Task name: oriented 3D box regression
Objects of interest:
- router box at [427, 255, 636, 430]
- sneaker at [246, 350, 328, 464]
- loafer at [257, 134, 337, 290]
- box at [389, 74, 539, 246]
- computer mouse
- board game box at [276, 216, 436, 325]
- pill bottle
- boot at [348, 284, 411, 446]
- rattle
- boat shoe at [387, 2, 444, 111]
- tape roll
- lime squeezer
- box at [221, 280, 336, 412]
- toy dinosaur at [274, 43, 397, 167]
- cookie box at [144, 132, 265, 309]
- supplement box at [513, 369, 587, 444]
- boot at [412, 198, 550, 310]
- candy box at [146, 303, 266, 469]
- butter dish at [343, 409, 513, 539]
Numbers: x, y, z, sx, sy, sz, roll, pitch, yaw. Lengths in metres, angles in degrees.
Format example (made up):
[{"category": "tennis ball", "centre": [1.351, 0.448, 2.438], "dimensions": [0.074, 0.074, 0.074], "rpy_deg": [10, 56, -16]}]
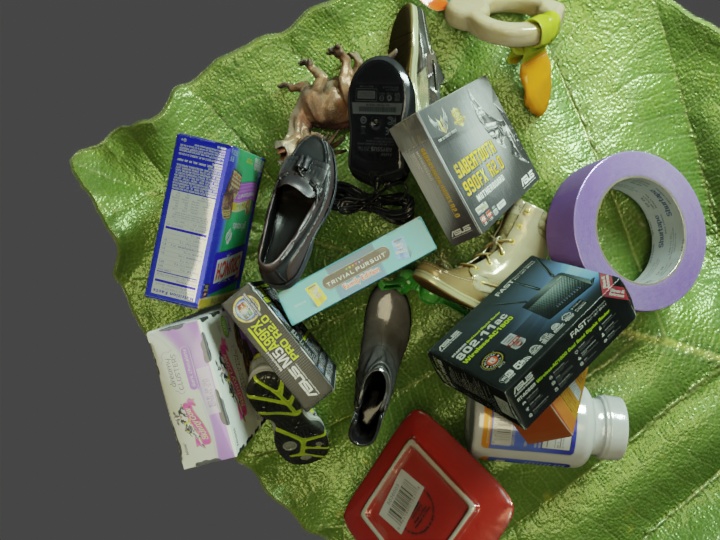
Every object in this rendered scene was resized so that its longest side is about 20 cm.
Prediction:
[{"category": "router box", "centre": [0.199, 0.075, 0.832], "dimensions": [0.200, 0.150, 0.062], "rpy_deg": [-40, 116, -16]}, {"category": "sneaker", "centre": [-0.092, 0.185, 0.953], "dimensions": [0.075, 0.077, 0.201], "rpy_deg": [-15, 127, 4]}, {"category": "loafer", "centre": [-0.077, -0.078, 0.849], "dimensions": [0.071, 0.063, 0.202], "rpy_deg": [11, 74, 14]}, {"category": "box", "centre": [0.137, -0.143, 0.880], "dimensions": [0.048, 0.200, 0.159], "rpy_deg": [-23, 100, 41]}, {"category": "computer mouse", "centre": [0.024, -0.168, 0.901], "dimensions": [0.137, 0.053, 0.202], "rpy_deg": [13, 104, 26]}, {"category": "board game box", "centre": [0.000, 0.000, 0.917], "dimensions": [0.199, 0.151, 0.047], "rpy_deg": [-28, 88, 4]}, {"category": "pill bottle", "centre": [0.243, 0.201, 0.937], "dimensions": [0.198, 0.112, 0.113], "rpy_deg": [4, 94, 2]}, {"category": "boot", "centre": [0.028, 0.121, 0.932], "dimensions": [0.069, 0.132, 0.202], "rpy_deg": [6, 94, 4]}, {"category": "rattle", "centre": [0.166, -0.310, 0.952], "dimensions": [0.198, 0.143, 0.131], "rpy_deg": [12, 61, 17]}, {"category": "boat shoe", "centre": [0.079, -0.252, 0.945], "dimensions": [0.065, 0.072, 0.203], "rpy_deg": [1, 84, -24]}, {"category": "tape roll", "centre": [0.341, -0.047, 0.906], "dimensions": [0.198, 0.066, 0.203], "rpy_deg": [2, 83, -16]}, {"category": "lime squeezer", "centre": [0.091, 0.029, 0.953], "dimensions": [0.199, 0.070, 0.038], "rpy_deg": [22, 92, -35]}, {"category": "box", "centre": [-0.096, 0.088, 0.902], "dimensions": [0.044, 0.200, 0.161], "rpy_deg": [-39, 91, -1]}, {"category": "toy dinosaur", "centre": [-0.031, -0.216, 0.942], "dimensions": [0.198, 0.086, 0.137], "rpy_deg": [-24, 92, 0]}, {"category": "cookie box", "centre": [-0.195, -0.061, 0.915], "dimensions": [0.074, 0.171, 0.202], "rpy_deg": [13, 95, 5]}, {"category": "supplement box", "centre": [0.241, 0.117, 0.880], "dimensions": [0.066, 0.201, 0.069], "rpy_deg": [-25, 112, 40]}, {"category": "boot", "centre": [0.170, -0.024, 0.920], "dimensions": [0.198, 0.073, 0.157], "rpy_deg": [19, 93, -27]}, {"category": "candy box", "centre": [-0.184, 0.136, 0.909], "dimensions": [0.071, 0.200, 0.170], "rpy_deg": [-14, 93, 7]}, {"category": "butter dish", "centre": [0.110, 0.321, 0.941], "dimensions": [0.199, 0.147, 0.201], "rpy_deg": [40, 102, 40]}]
